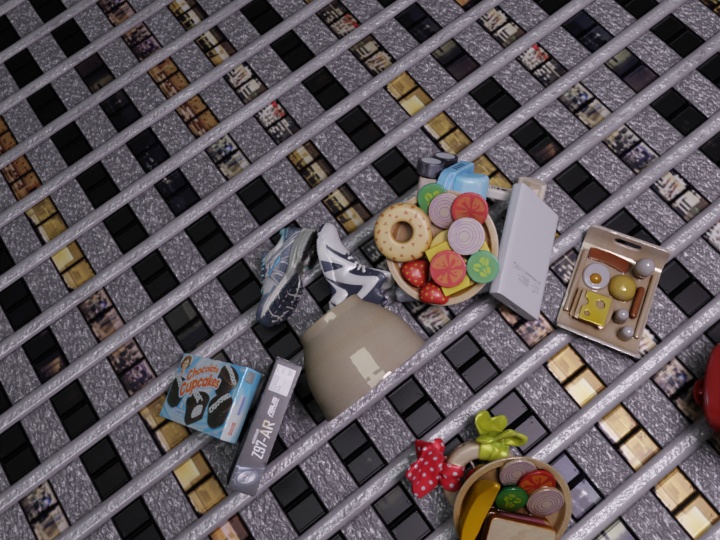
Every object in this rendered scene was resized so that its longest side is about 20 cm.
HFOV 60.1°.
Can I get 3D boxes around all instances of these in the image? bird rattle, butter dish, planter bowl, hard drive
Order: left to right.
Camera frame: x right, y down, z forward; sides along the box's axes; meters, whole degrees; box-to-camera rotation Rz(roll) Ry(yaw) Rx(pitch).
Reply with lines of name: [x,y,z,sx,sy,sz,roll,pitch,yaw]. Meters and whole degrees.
planter bowl: [-0.015,0.125,0.999,0.200,0.200,0.135,-39,84,-8]
bird rattle: [0.178,0.321,0.980,0.199,0.113,0.164,-30,87,-2]
hard drive: [0.286,-0.031,1.078,0.026,0.131,0.202,-3,64,46]
butter dish: [0.590,0.192,0.959,0.199,0.147,0.201,28,71,-29]

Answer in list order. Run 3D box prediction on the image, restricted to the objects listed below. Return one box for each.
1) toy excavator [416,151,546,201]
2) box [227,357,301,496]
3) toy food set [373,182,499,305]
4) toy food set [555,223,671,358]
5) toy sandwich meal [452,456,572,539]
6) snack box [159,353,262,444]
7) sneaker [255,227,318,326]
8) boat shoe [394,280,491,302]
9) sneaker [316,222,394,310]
toy excavator: [0.214,-0.142,1.118,0.198,0.194,0.101,20,118,24]
box: [-0.155,0.246,0.998,0.043,0.160,0.202,22,75,-7]
toy food set: [0.133,-0.042,1.036,0.197,0.049,0.202,-26,87,16]
toy food set: [0.434,0.033,1.068,0.142,0.060,0.202,21,74,13]
toy sandwich meal: [0.229,0.377,0.927,0.203,0.070,0.208,-1,105,-3]
snack box: [-0.254,0.209,1.040,0.199,0.037,0.117,1,66,45]
sneaker: [-0.148,0.009,1.144,0.086,0.078,0.201,15,66,24]
boat shoe: [0.158,0.009,1.106,0.198,0.072,0.069,-8,71,11]
sneaker: [0.000,0.000,1.111,0.128,0.080,0.201,-15,70,8]
